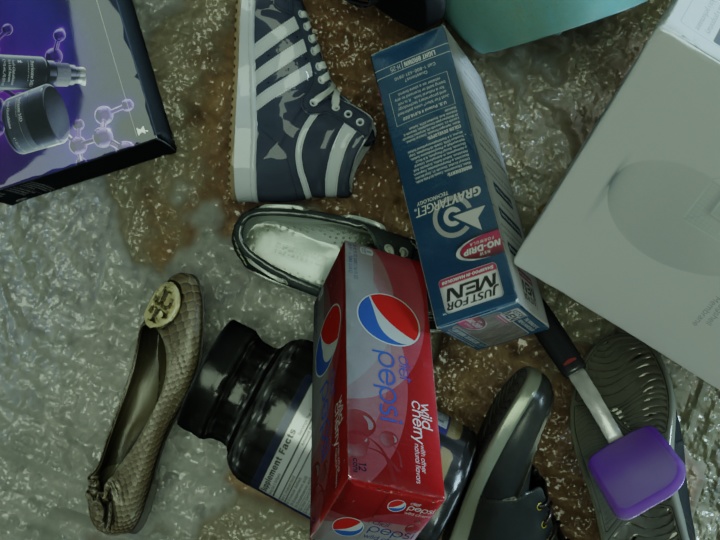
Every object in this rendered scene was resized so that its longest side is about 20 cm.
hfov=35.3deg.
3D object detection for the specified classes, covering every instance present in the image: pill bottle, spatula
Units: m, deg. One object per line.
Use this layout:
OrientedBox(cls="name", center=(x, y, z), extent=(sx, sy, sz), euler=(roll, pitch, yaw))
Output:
OrientedBox(cls="pill bottle", center=(-0.025, 0.119, 0.808), extent=(0.198, 0.112, 0.113), euler=(28, 90, 3))
OrientedBox(cls="spatula", center=(0.159, 0.085, 0.790), extent=(0.056, 0.021, 0.201), euler=(-29, 49, 3))

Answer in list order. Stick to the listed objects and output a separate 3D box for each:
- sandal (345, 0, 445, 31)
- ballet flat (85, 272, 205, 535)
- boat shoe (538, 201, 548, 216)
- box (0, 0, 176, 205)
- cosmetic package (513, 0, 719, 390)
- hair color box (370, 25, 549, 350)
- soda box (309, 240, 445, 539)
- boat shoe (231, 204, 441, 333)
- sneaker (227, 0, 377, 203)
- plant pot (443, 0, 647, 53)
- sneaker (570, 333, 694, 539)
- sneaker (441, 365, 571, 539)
OrientedBox(cls="sandal", center=(-0.008, -0.215, 0.797), extent=(0.043, 0.077, 0.200), euler=(-36, 45, -15))
OrientedBox(cls="ballet flat", center=(-0.162, 0.098, 0.835), extent=(0.046, 0.067, 0.202), euler=(15, 94, -33))
OrientedBox(cls="boat shoe", center=(0.231, -0.028, 0.828), extent=(0.197, 0.074, 0.070), euler=(-7, 96, 6))
OrientedBox(cls="box", center=(-0.235, -0.168, 0.840), extent=(0.139, 0.079, 0.202), euler=(-17, 88, -1))
OrientedBox(cls="cosmetic package", center=(0.233, -0.048, 0.682), extent=(0.199, 0.200, 0.123), euler=(33, 47, 6))
OrientedBox(cls="hair color box", center=(0.069, -0.054, 0.786), extent=(0.060, 0.100, 0.202), euler=(-19, 71, 17))
OrientedBox(cls="soda box", center=(0.008, 0.077, 0.728), extent=(0.063, 0.201, 0.070), euler=(15, 132, -16))
OrientedBox(cls="boat shoe", center=(0.000, 0.000, 0.834), extent=(0.197, 0.060, 0.077), euler=(10, 84, 0))
OrientedBox(cls="sneaker", center=(-0.038, -0.149, 0.835), extent=(0.107, 0.070, 0.203), euler=(4, 94, 5))
OrientedBox(cls="plant pot", center=(0.119, -0.245, 0.777), extent=(0.198, 0.201, 0.163), euler=(-18, 102, 1))
OrientedBox(cls="sneaker", center=(0.201, 0.154, 0.821), extent=(0.074, 0.106, 0.202), euler=(-9, 59, 17))
OrientedBox(cls="sneaker", center=(0.124, 0.170, 0.812), extent=(0.105, 0.075, 0.202), euler=(19, 110, 3))
